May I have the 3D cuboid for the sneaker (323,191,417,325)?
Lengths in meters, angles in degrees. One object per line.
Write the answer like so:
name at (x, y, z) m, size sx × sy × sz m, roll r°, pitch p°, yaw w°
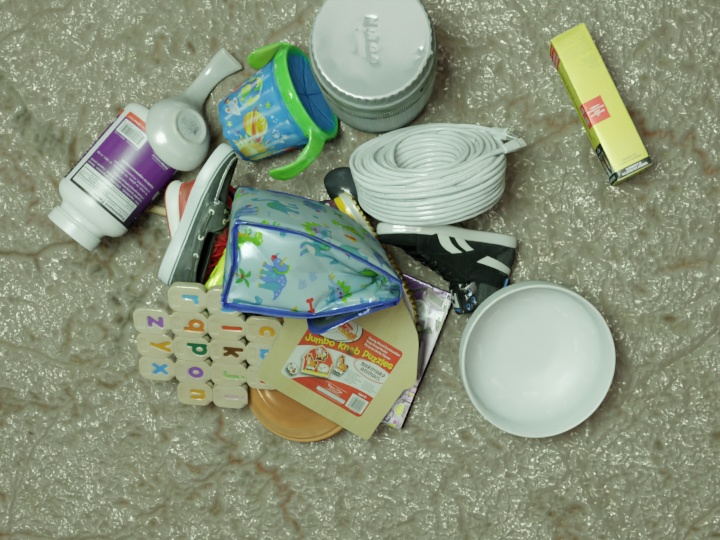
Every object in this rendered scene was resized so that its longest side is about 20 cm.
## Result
sneaker at (0.000, 0.000, 1.111) m, size 0.090 × 0.075 × 0.201 m, roll -31°, pitch 86°, yaw 5°

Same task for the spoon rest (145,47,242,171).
spoon rest at (-0.230, -0.221, 1.158) m, size 0.060 × 0.201 × 0.099 m, roll -16°, pitch 130°, yaw 44°

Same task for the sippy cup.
sippy cup at (-0.118, -0.216, 1.144) m, size 0.129 × 0.178 × 0.140 m, roll -23°, pitch 119°, yaw 21°

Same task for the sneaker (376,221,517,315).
sneaker at (0.112, -0.001, 1.085) m, size 0.198 × 0.073 × 0.113 m, roll 6°, pitch 88°, yaw -20°

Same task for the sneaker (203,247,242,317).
sneaker at (-0.148, 0.003, 1.104) m, size 0.083 × 0.074 × 0.201 m, roll 31°, pitch 109°, yaw -11°

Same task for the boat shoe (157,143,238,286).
boat shoe at (-0.198, -0.065, 1.088) m, size 0.056 × 0.069 × 0.201 m, roll 26°, pitch 100°, yaw 2°

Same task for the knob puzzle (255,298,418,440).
knob puzzle at (-0.013, 0.095, 1.086) m, size 0.217 × 0.030 × 0.222 m, roll -1°, pitch 107°, yaw -2°

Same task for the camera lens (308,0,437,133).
camera lens at (0.018, -0.268, 1.070) m, size 0.158 × 0.200 × 0.162 m, roll 0°, pitch 89°, yaw 4°

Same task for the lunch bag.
lunch bag at (-0.058, -0.014, 0.979) m, size 0.198 × 0.170 × 0.129 m, roll 7°, pitch 109°, yaw -10°

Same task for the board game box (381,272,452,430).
board game box at (0.041, 0.104, 1.158) m, size 0.119 × 0.032 × 0.202 m, roll 22°, pitch 94°, yaw 15°

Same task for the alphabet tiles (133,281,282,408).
alphabet tiles at (-0.199, 0.102, 1.108) m, size 0.193 × 0.015 × 0.202 m, roll 4°, pitch 124°, yaw 1°

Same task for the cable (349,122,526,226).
cable at (0.087, -0.127, 1.073) m, size 0.199 × 0.199 × 0.070 m, roll 22°, pitch 134°, yaw 41°

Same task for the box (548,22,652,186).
box at (0.308, -0.212, 1.084) m, size 0.050 × 0.075 × 0.202 m, roll -24°, pitch 86°, yaw 10°

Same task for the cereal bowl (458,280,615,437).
cereal bowl at (0.221, 0.107, 1.082) m, size 0.198 × 0.083 × 0.202 m, roll 0°, pitch 103°, yaw -1°

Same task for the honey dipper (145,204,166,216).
honey dipper at (-0.267, -0.083, 1.215) m, size 0.198 × 0.038 × 0.038 m, roll 16°, pitch 93°, yaw 14°

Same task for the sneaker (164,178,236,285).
sneaker at (-0.197, -0.028, 1.144) m, size 0.114 × 0.078 × 0.202 m, roll -6°, pitch 101°, yaw 19°

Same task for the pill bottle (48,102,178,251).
pill bottle at (-0.339, -0.127, 1.169) m, size 0.112 × 0.113 × 0.200 m, roll 38°, pitch 83°, yaw 9°

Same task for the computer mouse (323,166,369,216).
computer mouse at (0.038, -0.087, 1.144) m, size 0.199 × 0.034 × 0.059 m, roll 28°, pitch 55°, yaw 9°

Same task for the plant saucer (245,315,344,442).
plant saucer at (-0.083, 0.137, 1.159) m, size 0.198 × 0.037 × 0.202 m, roll -2°, pitch 85°, yaw 20°

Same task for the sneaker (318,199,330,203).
sneaker at (-0.092, -0.005, 1.162) m, size 0.200 × 0.076 × 0.091 m, roll -43°, pitch 86°, yaw 9°
